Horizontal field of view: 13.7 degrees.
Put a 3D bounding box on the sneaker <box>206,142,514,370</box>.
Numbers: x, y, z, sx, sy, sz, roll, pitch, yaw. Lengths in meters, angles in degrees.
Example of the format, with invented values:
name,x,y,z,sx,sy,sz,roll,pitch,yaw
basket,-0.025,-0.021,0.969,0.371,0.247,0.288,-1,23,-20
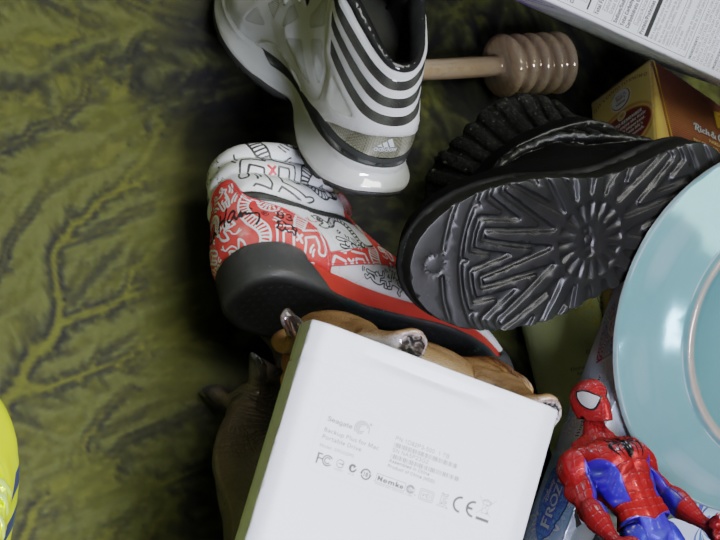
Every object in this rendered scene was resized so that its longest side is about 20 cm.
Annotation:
name,x,y,z,sx,sy,sz,roll,pitch,yaw
sneaker,0.000,-0.001,1.584,0.201,0.067,0.108,24,40,-38

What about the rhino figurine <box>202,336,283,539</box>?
name,x,y,z,sx,sy,sz,roll,pitch,yaw
rhino figurine,-0.036,0.116,1.502,0.087,0.060,0.200,14,54,-33

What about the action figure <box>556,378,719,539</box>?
name,x,y,z,sx,sy,sz,roll,pitch,yaw
action figure,0.150,0.141,1.503,0.065,0.052,0.200,-9,59,-30

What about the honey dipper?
name,x,y,z,sx,sy,sz,roll,pitch,yaw
honey dipper,0.036,-0.112,1.694,0.200,0.038,0.038,-7,72,-35

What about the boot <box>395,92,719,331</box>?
name,x,y,z,sx,sy,sz,roll,pitch,yaw
boot,0.073,-0.033,1.581,0.211,0.158,0.080,-13,111,-34

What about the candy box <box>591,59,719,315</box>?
name,x,y,z,sx,sy,sz,roll,pitch,yaw
candy box,0.194,-0.013,1.713,0.117,0.056,0.200,30,40,-30

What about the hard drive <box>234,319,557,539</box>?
name,x,y,z,sx,sy,sz,roll,pitch,yaw
hard drive,0.005,0.139,1.389,0.132,0.026,0.200,21,76,-17

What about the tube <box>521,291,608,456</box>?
name,x,y,z,sx,sy,sz,roll,pitch,yaw
tube,0.115,0.023,1.674,0.058,0.052,0.200,54,22,-60

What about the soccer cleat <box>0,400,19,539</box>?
name,x,y,z,sx,sy,sz,roll,pitch,yaw
soccer cleat,-0.184,0.135,1.363,0.065,0.084,0.200,27,54,-24

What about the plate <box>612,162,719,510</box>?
name,x,y,z,sx,sy,sz,roll,pitch,yaw
plate,0.223,0.034,1.576,0.200,0.026,0.201,-6,103,-28

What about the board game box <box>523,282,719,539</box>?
name,x,y,z,sx,sy,sz,roll,pitch,yaw
board game box,0.195,0.118,1.619,0.200,0.043,0.199,19,94,-29

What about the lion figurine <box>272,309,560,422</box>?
name,x,y,z,sx,sy,sz,roll,pitch,yaw
lion figurine,0.021,0.057,1.502,0.200,0.122,0.073,33,88,-25

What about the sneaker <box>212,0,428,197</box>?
name,x,y,z,sx,sy,sz,roll,pitch,yaw
sneaker,-0.010,-0.138,1.569,0.076,0.115,0.201,0,36,-28

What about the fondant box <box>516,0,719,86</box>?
name,x,y,z,sx,sy,sz,roll,pitch,yaw
fondant box,0.140,-0.166,1.722,0.200,0.144,0.058,22,93,-28
